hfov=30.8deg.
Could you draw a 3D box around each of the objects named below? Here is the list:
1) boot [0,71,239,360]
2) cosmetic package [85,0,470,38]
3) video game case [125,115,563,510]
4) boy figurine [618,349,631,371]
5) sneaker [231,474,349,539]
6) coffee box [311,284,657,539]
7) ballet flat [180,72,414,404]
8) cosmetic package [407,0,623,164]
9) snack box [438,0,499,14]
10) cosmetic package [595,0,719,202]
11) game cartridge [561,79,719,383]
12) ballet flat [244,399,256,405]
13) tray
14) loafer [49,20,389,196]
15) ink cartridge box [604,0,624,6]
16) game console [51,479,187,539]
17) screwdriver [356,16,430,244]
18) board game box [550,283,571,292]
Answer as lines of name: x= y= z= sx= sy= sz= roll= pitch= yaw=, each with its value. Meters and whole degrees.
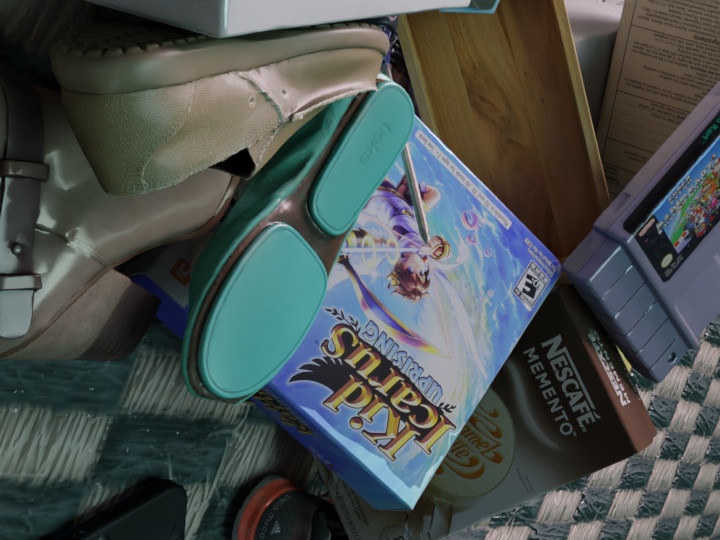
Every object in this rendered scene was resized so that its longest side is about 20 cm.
boot: x=-0.130 y=-0.052 z=0.588 sx=0.146 sy=0.070 sz=0.200 roll=35 pitch=68 yaw=-50
cosmetic package: x=-0.032 y=-0.219 z=0.574 sx=0.200 sy=0.123 sz=0.200 roll=-20 pitch=124 yaw=-53
video game case: x=-0.002 y=0.003 z=0.736 sx=0.200 sy=0.045 sz=0.181 roll=43 pitch=66 yaw=-16
boy figurine: x=0.168 y=0.053 z=0.948 sx=0.124 sy=0.064 sz=0.200 roll=-40 pitch=154 yaw=-86
sneaker: x=-0.015 y=0.202 z=0.923 sx=0.200 sy=0.082 sz=0.077 roll=32 pitch=81 yaw=-60
coffee box: x=0.075 y=0.101 z=0.854 sx=0.200 sy=0.115 sz=0.080 roll=-29 pitch=171 yaw=20
ballet flat: x=-0.043 y=-0.018 z=0.654 sx=0.067 sy=0.070 sz=0.200 roll=51 pitch=58 yaw=-37
cosmetic package: x=0.128 y=-0.140 z=0.913 sx=0.200 sy=0.107 sz=0.090 roll=-24 pitch=128 yaw=-49
snack box: x=0.071 y=-0.246 z=0.674 sx=0.037 sy=0.116 sz=0.200 roll=-1 pitch=142 yaw=-20
cosmetic package: x=0.225 y=-0.132 z=0.869 sx=0.073 sy=0.103 sz=0.200 roll=-24 pitch=130 yaw=-49
game cartridge: x=0.220 y=-0.038 z=0.816 sx=0.200 sy=0.038 sz=0.130 roll=-48 pitch=137 yaw=-6
ballet flat: x=-0.019 y=0.055 z=0.841 sx=0.200 sy=0.067 sz=0.046 roll=-25 pitch=122 yaw=-59
tray: x=0.091 y=-0.085 z=0.801 sx=0.037 sy=0.098 sz=0.200 roll=-86 pitch=161 yaw=-69
loafer: x=-0.058 y=-0.079 z=0.579 sx=0.200 sy=0.076 sz=0.068 roll=-19 pitch=122 yaw=-51
ink cartridge box: x=0.234 y=-0.147 z=1.142 sx=0.162 sy=0.050 sz=0.200 roll=-54 pitch=144 yaw=-24
game console: x=-0.128 y=0.248 z=0.730 sx=0.171 sy=0.118 sz=0.200 roll=-25 pitch=130 yaw=-51
screwdriver: x=0.012 y=-0.099 z=0.714 sx=0.028 sy=0.029 sz=0.200 roll=115 pitch=-27 yaw=-54
board game box: x=0.138 y=0.029 z=1.048 sx=0.200 sy=0.097 sz=0.160 roll=-56 pitch=149 yaw=-21
